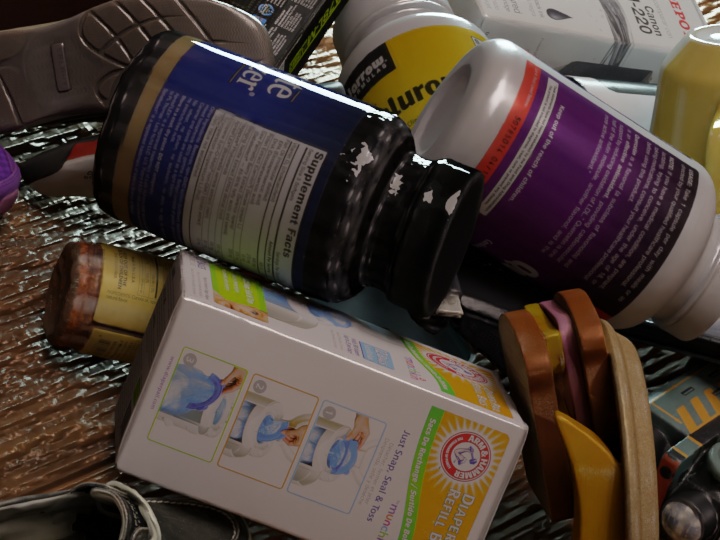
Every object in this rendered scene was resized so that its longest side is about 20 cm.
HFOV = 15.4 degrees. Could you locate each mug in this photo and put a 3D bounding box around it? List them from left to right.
[{"bbox_3d":[0.254,-0.072,1.703,0.148,0.154,0.187,-4,17,-17],"label":"mug"}]

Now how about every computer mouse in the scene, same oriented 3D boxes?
[{"bbox_3d":[0.093,0.026,1.579,0.200,0.053,0.139,39,18,-30],"label":"computer mouse"}]

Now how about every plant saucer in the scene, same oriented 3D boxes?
[{"bbox_3d":[0.000,0.000,1.614,0.070,0.019,0.201,-30,55,1],"label":"plant saucer"}]

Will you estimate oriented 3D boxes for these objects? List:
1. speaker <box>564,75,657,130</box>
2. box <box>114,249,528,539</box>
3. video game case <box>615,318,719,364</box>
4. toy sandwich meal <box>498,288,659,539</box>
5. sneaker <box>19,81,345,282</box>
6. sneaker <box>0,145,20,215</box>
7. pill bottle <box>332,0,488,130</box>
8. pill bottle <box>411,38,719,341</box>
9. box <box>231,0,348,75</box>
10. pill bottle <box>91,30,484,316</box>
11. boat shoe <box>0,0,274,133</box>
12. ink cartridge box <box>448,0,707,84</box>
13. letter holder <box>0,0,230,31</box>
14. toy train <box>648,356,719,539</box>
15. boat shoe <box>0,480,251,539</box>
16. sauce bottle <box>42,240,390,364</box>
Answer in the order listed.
[{"bbox_3d":[0.219,-0.086,1.827,0.199,0.081,0.081,3,45,-29],"label":"speaker"},{"bbox_3d":[-0.024,0.081,1.437,0.199,0.102,0.113,21,10,-9],"label":"box"},{"bbox_3d":[0.233,0.027,1.670,0.199,0.019,0.142,14,22,43],"label":"video game case"},{"bbox_3d":[0.117,0.113,1.462,0.070,0.206,0.206,-3,43,-2],"label":"toy sandwich meal"},{"bbox_3d":[-0.095,-0.039,1.582,0.200,0.109,0.067,-13,6,-4],"label":"sneaker"},{"bbox_3d":[-0.271,-0.110,1.539,0.200,0.089,0.080,42,38,15],"label":"sneaker"},{"bbox_3d":[0.048,-0.093,1.701,0.111,0.112,0.201,4,43,-28],"label":"pill bottle"},{"bbox_3d":[0.128,-0.041,1.556,0.199,0.113,0.113,32,36,-13],"label":"pill bottle"},{"bbox_3d":[-0.115,-0.187,1.697,0.192,0.048,0.200,22,52,11],"label":"box"},{"bbox_3d":[-0.038,-0.049,1.471,0.199,0.112,0.112,21,36,11],"label":"pill bottle"},{"bbox_3d":[-0.145,-0.125,1.586,0.198,0.075,0.073,-4,4,12],"label":"boat shoe"},{"bbox_3d":[0.138,-0.179,1.877,0.199,0.085,0.146,8,42,-27],"label":"ink cartridge box"},{"bbox_3d":[-0.185,-0.227,1.590,0.198,0.143,0.101,-7,47,-3],"label":"letter holder"},{"bbox_3d":[0.224,0.104,1.619,0.114,0.086,0.200,33,38,25],"label":"toy train"},{"bbox_3d":[-0.130,0.144,1.352,0.199,0.071,0.072,-10,52,-40],"label":"boat shoe"},{"bbox_3d":[-0.079,0.033,1.518,0.199,0.066,0.066,15,39,-21],"label":"sauce bottle"}]
